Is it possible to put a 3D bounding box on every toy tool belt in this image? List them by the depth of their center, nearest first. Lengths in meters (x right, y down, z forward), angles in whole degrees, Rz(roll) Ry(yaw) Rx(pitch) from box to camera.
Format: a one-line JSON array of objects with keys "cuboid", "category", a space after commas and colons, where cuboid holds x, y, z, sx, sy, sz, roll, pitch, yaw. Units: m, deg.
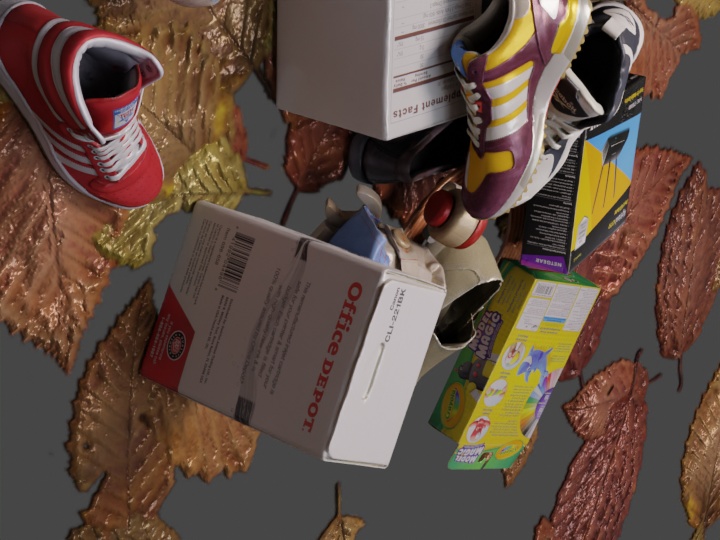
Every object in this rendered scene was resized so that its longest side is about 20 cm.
[{"cuboid": [0.000, 0.000, 1.465, 0.123, 0.125, 0.200, 28, 106, -29], "category": "toy tool belt"}]

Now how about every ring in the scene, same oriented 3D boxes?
[{"cuboid": [0.082, -0.017, 1.613, 0.200, 0.019, 0.201, -32, 141, -30], "category": "ring"}]

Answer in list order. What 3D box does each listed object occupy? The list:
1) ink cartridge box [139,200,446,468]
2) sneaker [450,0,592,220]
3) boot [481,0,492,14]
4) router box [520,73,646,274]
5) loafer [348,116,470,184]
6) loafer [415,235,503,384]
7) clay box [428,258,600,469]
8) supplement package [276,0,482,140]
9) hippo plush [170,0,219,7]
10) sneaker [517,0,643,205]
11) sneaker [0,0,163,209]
[{"cuboid": [-0.052, 0.047, 1.368, 0.084, 0.200, 0.144, 15, 95, -51], "category": "ink cartridge box"}, {"cuboid": [0.099, -0.136, 1.395, 0.090, 0.075, 0.200, 10, 108, -27], "category": "sneaker"}, {"cuboid": [0.108, -0.238, 1.442, 0.073, 0.198, 0.163, -20, 114, -40], "category": "boot"}, {"cuboid": [0.205, -0.095, 1.678, 0.200, 0.051, 0.149, -34, 133, -62], "category": "router box"}, {"cuboid": [0.077, -0.111, 1.558, 0.200, 0.063, 0.072, -24, 123, -41], "category": "loafer"}, {"cuboid": [0.053, 0.053, 1.554, 0.076, 0.068, 0.200, 1, 126, -47], "category": "loafer"}, {"cuboid": [0.139, 0.091, 1.714, 0.115, 0.048, 0.200, 8, 111, -51], "category": "clay box"}, {"cuboid": [0.015, -0.216, 1.398, 0.117, 0.117, 0.200, -22, 123, -45], "category": "supplement package"}, {"cuboid": [-0.099, -0.296, 1.244, 0.161, 0.159, 0.200, -74, 170, -47], "category": "hippo plush"}, {"cuboid": [0.153, -0.129, 1.470, 0.199, 0.079, 0.130, -46, 179, 12], "category": "sneaker"}, {"cuboid": [-0.167, -0.098, 1.240, 0.071, 0.112, 0.200, -55, 139, -17], "category": "sneaker"}]
